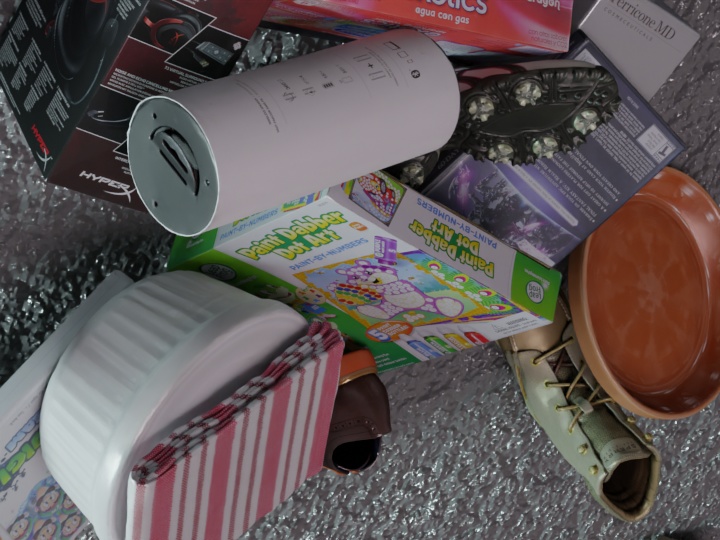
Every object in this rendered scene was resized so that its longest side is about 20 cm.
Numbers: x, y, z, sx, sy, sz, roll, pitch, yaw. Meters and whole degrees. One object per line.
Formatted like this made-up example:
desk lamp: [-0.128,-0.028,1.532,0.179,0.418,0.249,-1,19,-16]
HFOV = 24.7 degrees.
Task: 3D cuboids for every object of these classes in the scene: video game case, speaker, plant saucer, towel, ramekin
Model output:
video game case: [0.121,-0.060,1.171,0.200,0.019,0.143,-42,131,11]
speaker: [-0.036,-0.084,0.955,0.200,0.081,0.081,-23,136,-41]
plant saucer: [0.232,0.017,1.302,0.200,0.032,0.201,5,82,-41]
video game case: [-0.207,0.119,1.155,0.200,0.024,0.182,-49,152,-19]
towel: [-0.088,0.132,1.107,0.200,0.030,0.147,-35,149,-38]
ramekin: [-0.130,0.092,1.125,0.202,0.094,0.203,-42,150,-31]

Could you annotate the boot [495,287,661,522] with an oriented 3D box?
boot: [0.173,0.098,1.319,0.072,0.155,0.200,-28,132,-5]

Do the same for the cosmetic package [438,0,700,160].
cosmetic package: [0.138,-0.125,1.191,0.101,0.071,0.200,23,111,-37]

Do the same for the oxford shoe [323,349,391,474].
oxford shoe: [-0.030,0.130,1.254,0.071,0.073,0.200,-20,163,-24]

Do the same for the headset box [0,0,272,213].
headset box: [-0.130,-0.160,0.979,0.075,0.149,0.200,17,115,-37]

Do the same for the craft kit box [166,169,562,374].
craft kit box: [0.000,0.000,1.137,0.197,0.049,0.200,30,150,-27]

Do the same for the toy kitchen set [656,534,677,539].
toy kitchen set: [0.240,0.374,1.567,0.163,0.200,0.181,19,123,11]

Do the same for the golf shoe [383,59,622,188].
golf shoe: [0.070,-0.113,1.090,0.200,0.088,0.077,-12,136,12]

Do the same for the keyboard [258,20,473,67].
keyboard: [-0.005,-0.165,1.125,0.200,0.021,0.127,6,121,-29]

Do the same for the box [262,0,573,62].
box: [0.030,-0.196,1.046,0.200,0.103,0.095,7,88,-29]
